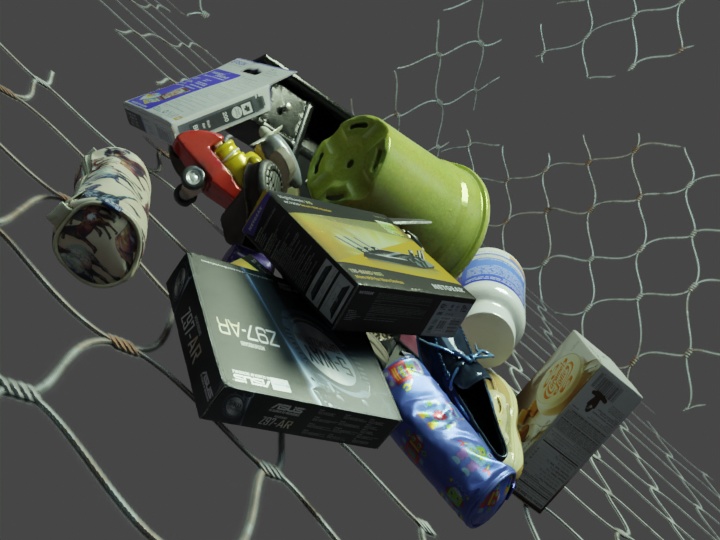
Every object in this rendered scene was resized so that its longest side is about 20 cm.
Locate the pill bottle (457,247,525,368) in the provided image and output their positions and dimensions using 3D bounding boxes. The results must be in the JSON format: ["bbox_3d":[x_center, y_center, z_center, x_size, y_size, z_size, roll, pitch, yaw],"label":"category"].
[{"bbox_3d":[0.177,0.054,1.455,0.112,0.112,0.200,38,23,-7],"label":"pill bottle"}]

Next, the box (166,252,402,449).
[{"bbox_3d":[-0.071,0.075,0.950,0.198,0.044,0.162,18,35,-36],"label":"box"}]

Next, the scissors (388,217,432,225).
[{"bbox_3d":[0.011,-0.054,1.194,0.197,0.014,0.073,6,15,-26],"label":"scissors"}]

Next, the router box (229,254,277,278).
[{"bbox_3d":[-0.076,0.073,1.096,0.199,0.052,0.157,40,10,1],"label":"router box"}]

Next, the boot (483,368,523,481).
[{"bbox_3d":[0.123,0.168,1.307,0.154,0.073,0.201,34,28,-22],"label":"boot"}]

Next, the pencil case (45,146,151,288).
[{"bbox_3d":[-0.243,-0.059,0.988,0.090,0.077,0.200,56,4,-23],"label":"pencil case"}]

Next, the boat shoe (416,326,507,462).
[{"bbox_3d":[0.128,0.129,1.202,0.083,0.068,0.203,-18,83,-39],"label":"boat shoe"}]

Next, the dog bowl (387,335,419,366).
[{"bbox_3d":[0.053,0.093,1.405,0.199,0.074,0.200,38,11,-9],"label":"dog bowl"}]

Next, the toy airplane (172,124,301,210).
[{"bbox_3d":[-0.128,-0.108,1.344,0.197,0.142,0.200,13,-29,34],"label":"toy airplane"}]

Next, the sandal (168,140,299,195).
[{"bbox_3d":[-0.182,-0.137,1.483,0.197,0.083,0.054,19,-7,-18],"label":"sandal"}]

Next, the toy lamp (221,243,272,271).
[{"bbox_3d":[-0.078,0.040,1.221,0.199,0.058,0.058,38,10,-18],"label":"toy lamp"}]

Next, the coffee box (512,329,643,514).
[{"bbox_3d":[0.254,0.194,1.342,0.079,0.201,0.115,36,11,-17],"label":"coffee box"}]

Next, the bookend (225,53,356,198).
[{"bbox_3d":[-0.119,-0.180,1.562,0.199,0.202,0.091,31,-24,-32],"label":"bookend"}]

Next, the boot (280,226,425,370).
[{"bbox_3d":[0.000,0.000,1.206,0.201,0.151,0.073,53,-35,-12],"label":"boot"}]

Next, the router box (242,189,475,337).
[{"bbox_3d":[0.002,-0.004,1.038,0.198,0.053,0.157,8,30,-52],"label":"router box"}]

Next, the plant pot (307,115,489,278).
[{"bbox_3d":[0.035,-0.095,1.324,0.184,0.201,0.201,37,9,-42],"label":"plant pot"}]

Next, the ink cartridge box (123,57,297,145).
[{"bbox_3d":[-0.210,-0.240,1.460,0.197,0.198,0.044,27,-41,55],"label":"ink cartridge box"}]

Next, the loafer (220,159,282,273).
[{"bbox_3d":[-0.132,-0.054,1.221,0.070,0.201,0.074,8,54,-1],"label":"loafer"}]

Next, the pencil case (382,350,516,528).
[{"bbox_3d":[0.088,0.183,1.134,0.086,0.079,0.200,-17,51,-37],"label":"pencil case"}]
